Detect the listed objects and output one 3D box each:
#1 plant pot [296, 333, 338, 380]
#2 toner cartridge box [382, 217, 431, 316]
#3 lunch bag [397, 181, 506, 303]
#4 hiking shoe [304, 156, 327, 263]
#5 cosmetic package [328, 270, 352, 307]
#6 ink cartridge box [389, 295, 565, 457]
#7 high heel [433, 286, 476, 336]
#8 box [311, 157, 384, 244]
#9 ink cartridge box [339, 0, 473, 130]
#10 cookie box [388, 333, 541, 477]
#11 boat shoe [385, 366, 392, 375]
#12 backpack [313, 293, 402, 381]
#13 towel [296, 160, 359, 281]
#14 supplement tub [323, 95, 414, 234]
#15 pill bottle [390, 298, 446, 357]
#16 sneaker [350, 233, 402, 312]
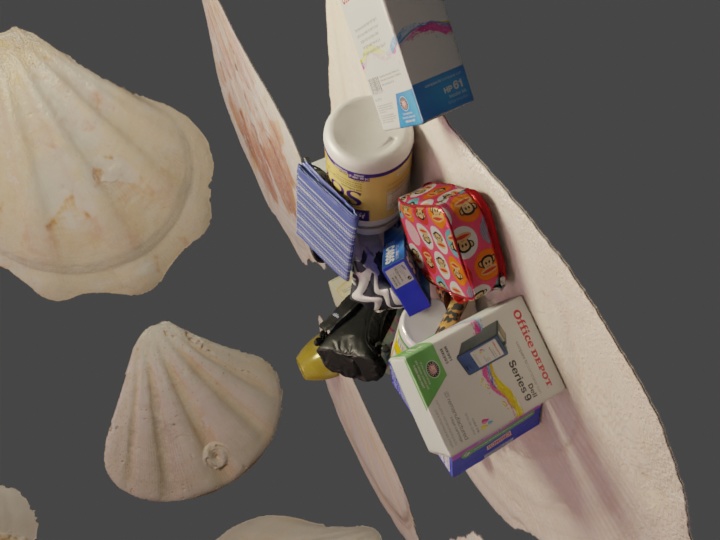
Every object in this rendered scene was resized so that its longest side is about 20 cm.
[{"bbox_3d":[-0.199,0.399,2.941,0.202,0.140,0.201,60,166,25],"label":"plant pot"},{"bbox_3d":[0.078,-0.014,1.135,0.096,0.043,0.201,60,-165,-20],"label":"toner cartridge box"},{"bbox_3d":[0.134,-0.034,0.997,0.179,0.081,0.200,70,166,-17],"label":"lunch bag"},{"bbox_3d":[-0.075,-0.112,1.281,0.101,0.074,0.203,-116,20,-50],"label":"hiking shoe"},{"bbox_3d":[0.004,0.068,1.647,0.200,0.102,0.074,38,149,61],"label":"cosmetic package"},{"bbox_3d":[0.162,0.145,0.942,0.148,0.197,0.087,65,163,4],"label":"ink cartridge box"},{"bbox_3d":[0.128,0.078,1.080,0.200,0.140,0.073,40,153,61],"label":"high heel"},{"bbox_3d":[-0.004,-0.125,1.333,0.201,0.105,0.154,52,160,47],"label":"box"},{"bbox_3d":[0.053,-0.294,0.862,0.203,0.083,0.144,68,166,-14],"label":"ink cartridge box"},{"bbox_3d":[0.164,0.195,1.085,0.201,0.169,0.076,53,166,39],"label":"cookie box"},{"bbox_3d":[0.046,0.185,1.650,0.199,0.070,0.072,33,-156,-19],"label":"boat shoe"},{"bbox_3d":[0.014,0.130,1.412,0.164,0.201,0.128,12,135,22],"label":"backpack"},{"bbox_3d":[-0.058,-0.081,1.149,0.145,0.024,0.201,45,155,19],"label":"towel"},{"bbox_3d":[0.013,-0.166,1.108,0.147,0.143,0.201,58,165,27],"label":"supplement tub"},{"bbox_3d":[0.116,0.148,1.282,0.114,0.111,0.201,59,159,26],"label":"pill bottle"},{"bbox_3d":[0.000,0.000,1.239,0.199,0.080,0.129,44,140,-13],"label":"sneaker"}]
